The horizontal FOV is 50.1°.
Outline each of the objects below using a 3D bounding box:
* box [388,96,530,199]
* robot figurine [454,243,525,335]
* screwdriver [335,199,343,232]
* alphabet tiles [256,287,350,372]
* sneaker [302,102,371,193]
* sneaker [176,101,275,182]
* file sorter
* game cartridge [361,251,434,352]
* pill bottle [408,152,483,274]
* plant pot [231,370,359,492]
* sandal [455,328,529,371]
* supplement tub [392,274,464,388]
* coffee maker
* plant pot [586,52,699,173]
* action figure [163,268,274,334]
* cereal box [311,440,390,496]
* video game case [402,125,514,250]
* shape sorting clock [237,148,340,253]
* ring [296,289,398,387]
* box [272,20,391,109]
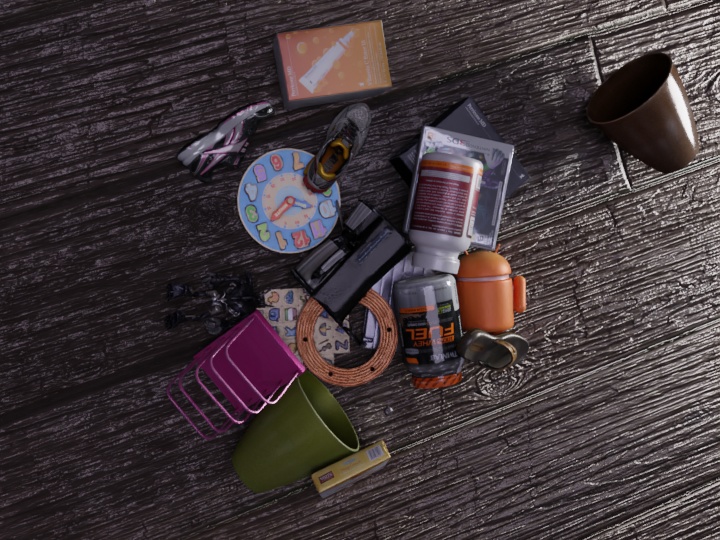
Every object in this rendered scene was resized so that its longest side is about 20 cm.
[{"bbox_3d":[0.191,-0.198,1.501,0.182,0.104,0.200,-39,99,-5],"label":"box"},{"bbox_3d":[0.245,0.050,1.519,0.116,0.143,0.202,-9,96,-56],"label":"robot figurine"},{"bbox_3d":[-0.024,-0.039,1.501,0.028,0.029,0.202,-15,97,-8],"label":"screwdriver"},{"bbox_3d":[-0.119,0.118,1.504,0.198,0.006,0.168,-3,94,-11],"label":"alphabet tiles"},{"bbox_3d":[-0.031,-0.235,1.456,0.078,0.082,0.201,32,70,-14],"label":"sneaker"},{"bbox_3d":[-0.240,-0.239,1.437,0.199,0.080,0.087,-34,110,0],"label":"sneaker"},{"bbox_3d":[-0.229,0.194,1.371,0.199,0.125,0.139,-34,98,36],"label":"file sorter"},{"bbox_3d":[0.076,0.061,1.527,0.128,0.038,0.202,8,91,-16],"label":"game cartridge"},{"bbox_3d":[0.147,-0.100,1.366,0.112,0.113,0.202,10,91,-11],"label":"pill bottle"},{"bbox_3d":[-0.136,0.317,1.434,0.200,0.187,0.188,-38,99,5],"label":"plant pot"},{"bbox_3d":[0.258,0.153,1.448,0.199,0.055,0.082,19,106,-46],"label":"sandal"},{"bbox_3d":[0.133,0.114,1.463,0.121,0.122,0.202,-10,95,-11],"label":"supplement tub"},{"bbox_3d":[0.000,0.000,1.435,0.200,0.135,0.192,-44,111,-3],"label":"coffee maker"},{"bbox_3d":[0.589,-0.296,1.551,0.200,0.187,0.187,43,84,-23],"label":"plant pot"},{"bbox_3d":[-0.264,0.058,1.428,0.199,0.102,0.120,-1,84,-37],"label":"action figure"},{"bbox_3d":[-0.018,0.374,1.441,0.143,0.200,0.040,-25,73,-8],"label":"cereal box"},{"bbox_3d":[0.183,-0.152,1.437,0.180,0.023,0.202,10,92,-10],"label":"video game case"},{"bbox_3d":[-0.135,-0.133,1.472,0.198,0.039,0.202,-1,93,-12],"label":"shape sorting clock"},{"bbox_3d":[-0.026,0.124,1.493,0.198,0.019,0.203,0,91,0],"label":"ring"},{"bbox_3d":[-0.054,-0.385,1.446,0.198,0.097,0.126,-11,95,-10],"label":"box"}]
